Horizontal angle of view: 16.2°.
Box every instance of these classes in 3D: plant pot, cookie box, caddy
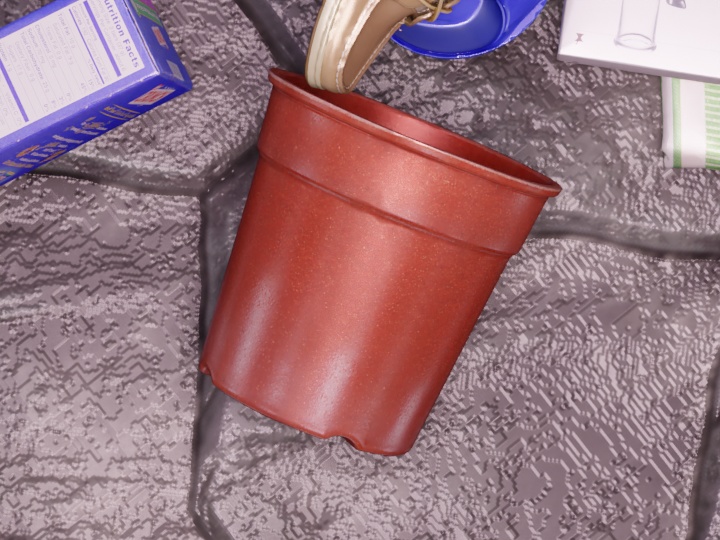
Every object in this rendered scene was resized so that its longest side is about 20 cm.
[{"bbox_3d":[0.000,0.000,1.602,0.200,0.201,0.196,22,98,5],"label":"plant pot"},{"bbox_3d":[-0.219,-0.109,1.627,0.199,0.171,0.076,-26,89,3],"label":"cookie box"},{"bbox_3d":[0.036,-0.229,1.641,0.200,0.105,0.142,38,89,7],"label":"caddy"}]

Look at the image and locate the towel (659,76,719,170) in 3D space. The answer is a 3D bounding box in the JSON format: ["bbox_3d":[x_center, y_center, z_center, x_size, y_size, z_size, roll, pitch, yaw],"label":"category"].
[{"bbox_3d":[0.295,-0.142,1.659,0.199,0.023,0.154,-2,88,3],"label":"towel"}]

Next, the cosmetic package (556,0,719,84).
[{"bbox_3d":[0.235,-0.196,1.628,0.199,0.052,0.152,8,92,4],"label":"cosmetic package"}]

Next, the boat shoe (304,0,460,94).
[{"bbox_3d":[0.036,-0.190,1.547,0.066,0.074,0.201,30,89,13],"label":"boat shoe"}]
